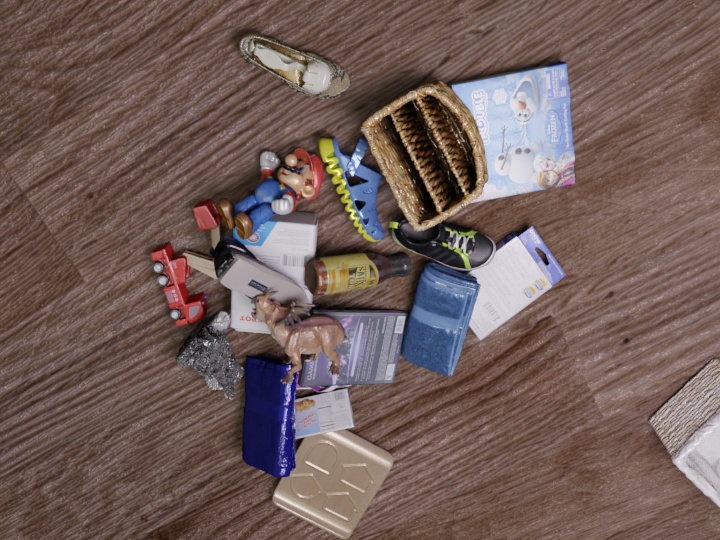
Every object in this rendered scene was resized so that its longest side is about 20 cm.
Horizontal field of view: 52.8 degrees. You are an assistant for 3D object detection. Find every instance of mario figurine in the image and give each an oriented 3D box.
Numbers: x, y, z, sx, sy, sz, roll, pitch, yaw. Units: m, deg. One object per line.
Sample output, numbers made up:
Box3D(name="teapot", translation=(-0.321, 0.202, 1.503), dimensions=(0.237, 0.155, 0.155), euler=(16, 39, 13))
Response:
Box3D(name="mario figurine", translation=(-0.144, -0.146, 1.207), dimensions=(0.199, 0.106, 0.124), euler=(-38, 87, -29))

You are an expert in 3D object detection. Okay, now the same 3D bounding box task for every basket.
Box3D(name="basket", translation=(0.118, -0.191, 1.169), dimensions=(0.140, 0.149, 0.204), euler=(-23, 100, 28))
Box3D(name="basket", translation=(0.683, 0.306, 1.347), dimensions=(0.197, 0.161, 0.201), euler=(39, 105, -12))

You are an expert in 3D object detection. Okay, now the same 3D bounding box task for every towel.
Box3D(name="towel", translation=(-0.164, 0.264, 1.337), dimensions=(0.049, 0.146, 0.207), euler=(3, 91, -40))
Box3D(name="towel", translation=(0.141, 0.091, 1.313), dimensions=(0.109, 0.049, 0.205), euler=(17, 120, 8))

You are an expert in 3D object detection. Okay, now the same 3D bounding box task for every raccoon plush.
Box3D(name="raccoon plush", translation=(-0.248, 0.161, 1.304), dimensions=(0.133, 0.199, 0.098), euler=(41, 63, -13))

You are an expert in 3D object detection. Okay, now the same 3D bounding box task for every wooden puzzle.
Box3D(name="wooden puzzle", translation=(-0.055, 0.409, 1.446), dimensions=(0.182, 0.046, 0.203), euler=(28, 101, -8))

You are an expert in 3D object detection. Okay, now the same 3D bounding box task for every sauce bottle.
Box3D(name="sauce bottle", translation=(0.000, 0.000, 1.264), dimensions=(0.195, 0.066, 0.068), euler=(-10, 111, -28))

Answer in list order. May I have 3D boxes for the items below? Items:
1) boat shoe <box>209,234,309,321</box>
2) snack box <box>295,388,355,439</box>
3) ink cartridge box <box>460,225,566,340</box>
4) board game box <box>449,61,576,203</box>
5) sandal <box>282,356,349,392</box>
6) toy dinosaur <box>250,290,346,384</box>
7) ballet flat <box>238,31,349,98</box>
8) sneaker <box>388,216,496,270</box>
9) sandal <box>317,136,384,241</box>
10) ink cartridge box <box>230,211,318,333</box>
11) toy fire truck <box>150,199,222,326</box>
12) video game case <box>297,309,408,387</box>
Box3D(name="boat shoe", translation=(-0.168, 0.010, 1.219), dimensions=(0.075, 0.093, 0.199), euler=(-44, 131, 8))
Box3D(name="snack box", translation=(-0.110, 0.282, 1.390), dimensions=(0.194, 0.024, 0.074), euler=(-13, 79, 9))
Box3D(name="ink cartridge box", translation=(0.260, 0.020, 1.320), dimensions=(0.198, 0.042, 0.120), euler=(-37, 103, 14))
Box3D(name="board game box", translation=(0.260, -0.233, 1.237), dimensions=(0.193, 0.044, 0.206), euler=(-10, 107, 5))
Box3D(name="sandal", translation=(-0.066, 0.196, 1.371), dimensions=(0.197, 0.050, 0.085), euler=(-12, 109, 3))
Box3D(name="toy dinosaur", translation=(-0.083, 0.103, 1.213), dimensions=(0.196, 0.085, 0.139), euler=(-1, 110, -35))
Box3D(name="ballet flat", translation=(-0.111, -0.332, 1.190), dimensions=(0.195, 0.076, 0.069), euler=(22, 106, -7))
Box3D(name="sneaker", translation=(0.142, -0.048, 1.262), dimensions=(0.194, 0.083, 0.074), euler=(12, 86, 1))
Box3D(name="sandal", translation=(0.001, -0.146, 1.251), dimensions=(0.085, 0.080, 0.204), euler=(-24, 108, 4))
Box3D(name="ink cartridge box", translation=(-0.153, 0.001, 1.291), dimensions=(0.142, 0.086, 0.206), euler=(5, 109, -2))
Box3D(name="toy fire truck", translation=(-0.298, -0.011, 1.307), dimensions=(0.137, 0.049, 0.205), euler=(-15, 107, 4))
Box3D(name="video game case", translation=(-0.012, 0.142, 1.330), dimensions=(0.195, 0.019, 0.147), euler=(2, 109, -26))
